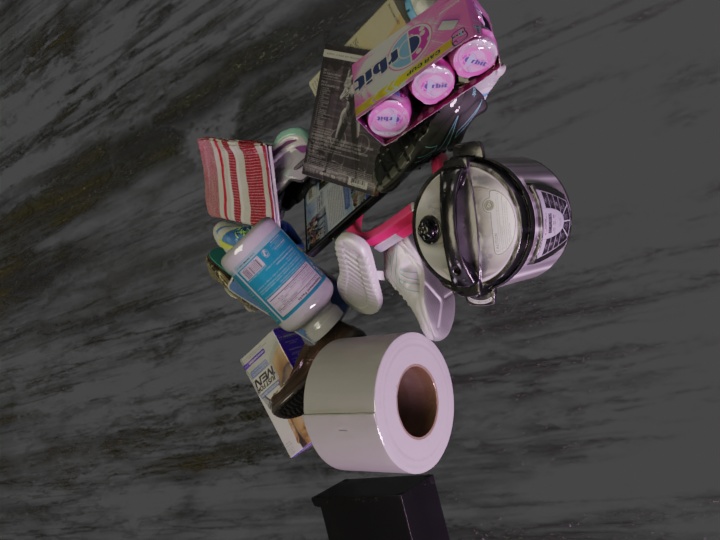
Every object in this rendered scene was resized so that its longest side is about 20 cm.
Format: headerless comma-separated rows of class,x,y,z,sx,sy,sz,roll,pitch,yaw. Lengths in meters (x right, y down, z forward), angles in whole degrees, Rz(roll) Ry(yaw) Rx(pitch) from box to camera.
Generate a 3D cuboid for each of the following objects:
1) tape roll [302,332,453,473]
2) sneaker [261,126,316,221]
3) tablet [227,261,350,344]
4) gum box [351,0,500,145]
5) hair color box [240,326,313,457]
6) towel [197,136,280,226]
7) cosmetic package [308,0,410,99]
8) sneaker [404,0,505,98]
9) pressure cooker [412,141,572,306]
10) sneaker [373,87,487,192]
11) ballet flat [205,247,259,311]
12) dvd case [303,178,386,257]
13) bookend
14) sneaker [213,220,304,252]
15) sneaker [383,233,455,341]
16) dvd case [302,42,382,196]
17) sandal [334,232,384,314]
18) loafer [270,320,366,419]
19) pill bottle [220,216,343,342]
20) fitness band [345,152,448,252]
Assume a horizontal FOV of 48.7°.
tape roll,0.031,0.198,1.189,0.138,0.202,0.205,-9,91,38
sneaker,-0.153,-0.143,1.347,0.199,0.077,0.141,-22,69,39
tablet,-0.116,0.032,1.343,0.199,0.014,0.131,32,115,-1
gum box,0.085,-0.267,1.032,0.199,0.066,0.114,-31,44,28
hair color box,-0.120,0.210,1.398,0.109,0.065,0.201,-42,73,33
towel,-0.208,-0.149,1.347,0.199,0.023,0.146,14,116,46
cosmetic package,0.023,-0.304,1.203,0.200,0.071,0.106,-39,72,35
sneaker,0.138,-0.335,1.101,0.201,0.075,0.087,58,139,7
pressure cooker,0.166,-0.060,1.044,0.176,0.199,0.179,49,122,23
sneaker,0.095,-0.177,1.098,0.200,0.079,0.076,-48,41,28
ballet flat,-0.213,0.030,1.454,0.199,0.068,0.076,35,138,36
dvd case,-0.024,-0.128,1.256,0.200,0.017,0.144,-38,42,35
bookend,0.042,0.445,1.285,0.198,0.092,0.202,-17,87,40
sneaker,-0.169,-0.060,1.385,0.199,0.076,0.106,30,124,19
sneaker,0.084,0.014,1.210,0.080,0.070,0.202,-30,70,42
dvd case,-0.013,-0.226,1.181,0.148,0.016,0.202,21,106,36
sandal,0.006,0.004,1.235,0.082,0.050,0.203,28,153,18
loafer,-0.075,0.162,1.321,0.200,0.073,0.071,-44,50,-5
pill bottle,-0.119,0.020,1.271,0.200,0.111,0.111,47,126,-7
fitness band,0.051,-0.113,1.190,0.199,0.037,0.145,-32,46,38
